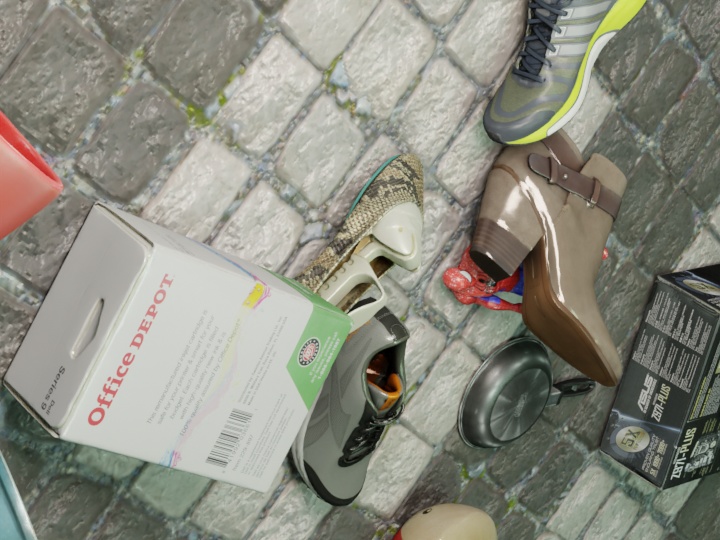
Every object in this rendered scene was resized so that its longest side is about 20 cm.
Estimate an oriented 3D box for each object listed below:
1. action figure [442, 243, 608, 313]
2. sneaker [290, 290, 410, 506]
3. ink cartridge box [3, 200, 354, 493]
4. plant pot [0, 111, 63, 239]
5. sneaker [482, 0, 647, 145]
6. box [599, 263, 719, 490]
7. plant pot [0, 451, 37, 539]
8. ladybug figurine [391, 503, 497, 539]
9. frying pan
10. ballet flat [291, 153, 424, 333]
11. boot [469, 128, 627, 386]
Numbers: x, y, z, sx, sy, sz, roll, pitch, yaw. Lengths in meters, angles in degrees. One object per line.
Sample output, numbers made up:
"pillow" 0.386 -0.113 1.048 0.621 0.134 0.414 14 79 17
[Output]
"action figure" 0.139 0.003 1.608 0.199 0.052 0.066 -3 122 -45
"sneaker" -0.004 0.111 1.496 0.074 0.079 0.201 -23 133 -39
"ink cartridge box" -0.124 0.057 1.296 0.199 0.087 0.146 21 99 -46
"plant pot" -0.284 -0.051 0.983 0.177 0.200 0.200 -45 142 -2
"sneaker" 0.151 -0.189 1.471 0.201 0.074 0.081 -59 137 -10
"box" 0.345 0.102 1.878 0.163 0.086 0.201 -10 123 -45
"plant pot" -0.298 0.193 1.143 0.187 0.200 0.201 -22 133 -17
"ladybug figurine" 0.053 0.296 1.699 0.135 0.072 0.201 8 109 -51
"frying pan" 0.155 0.128 1.734 0.115 0.031 0.190 -56 141 0
"ballet flat" 0.000 0.000 1.421 0.200 0.075 0.068 -48 139 -13
"boot" 0.179 -0.021 1.553 0.200 0.070 0.147 46 64 -21
